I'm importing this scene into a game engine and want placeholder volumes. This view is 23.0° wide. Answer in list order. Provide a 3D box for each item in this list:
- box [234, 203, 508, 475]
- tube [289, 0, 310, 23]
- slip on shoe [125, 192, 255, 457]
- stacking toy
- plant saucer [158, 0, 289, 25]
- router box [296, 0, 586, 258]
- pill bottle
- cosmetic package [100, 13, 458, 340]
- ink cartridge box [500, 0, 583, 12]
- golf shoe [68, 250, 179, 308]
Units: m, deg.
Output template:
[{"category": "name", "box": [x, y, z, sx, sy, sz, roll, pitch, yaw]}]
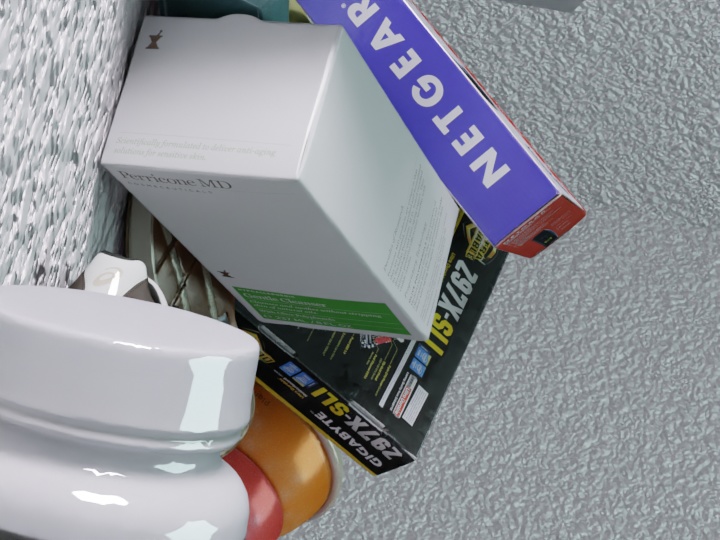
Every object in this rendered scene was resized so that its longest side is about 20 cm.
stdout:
[{"category": "box", "box": [0.000, 0.000, 1.097, 0.049, 0.160, 0.200, -26, -151, 48]}, {"category": "tube", "box": [-0.035, -0.112, 1.053, 0.058, 0.052, 0.200, 120, -44, -54]}, {"category": "slip on shoe", "box": [-0.103, 0.012, 0.972, 0.076, 0.061, 0.200, -38, 133, -38]}, {"category": "stacking toy", "box": [-0.115, 0.157, 1.108, 0.200, 0.146, 0.146, -51, 161, -41]}, {"category": "plant saucer", "box": [-0.071, -0.108, 0.901, 0.200, 0.070, 0.019, 100, 15, -70]}, {"category": "router box", "box": [0.049, -0.099, 1.053, 0.049, 0.200, 0.179, -39, 172, 8]}, {"category": "pill bottle", "box": [-0.101, 0.112, 0.586, 0.114, 0.114, 0.200, -68, 170, -84]}, {"category": "cosmetic package", "box": [-0.033, -0.042, 0.887, 0.200, 0.108, 0.085, 48, 53, -59]}, {"category": "ink cartridge box", "box": [0.010, -0.172, 0.798, 0.115, 0.200, 0.068, -63, 166, -87]}, {"category": "golf shoe", "box": [-0.103, 0.053, 0.807, 0.200, 0.078, 0.095, 103, -1, -74]}]
